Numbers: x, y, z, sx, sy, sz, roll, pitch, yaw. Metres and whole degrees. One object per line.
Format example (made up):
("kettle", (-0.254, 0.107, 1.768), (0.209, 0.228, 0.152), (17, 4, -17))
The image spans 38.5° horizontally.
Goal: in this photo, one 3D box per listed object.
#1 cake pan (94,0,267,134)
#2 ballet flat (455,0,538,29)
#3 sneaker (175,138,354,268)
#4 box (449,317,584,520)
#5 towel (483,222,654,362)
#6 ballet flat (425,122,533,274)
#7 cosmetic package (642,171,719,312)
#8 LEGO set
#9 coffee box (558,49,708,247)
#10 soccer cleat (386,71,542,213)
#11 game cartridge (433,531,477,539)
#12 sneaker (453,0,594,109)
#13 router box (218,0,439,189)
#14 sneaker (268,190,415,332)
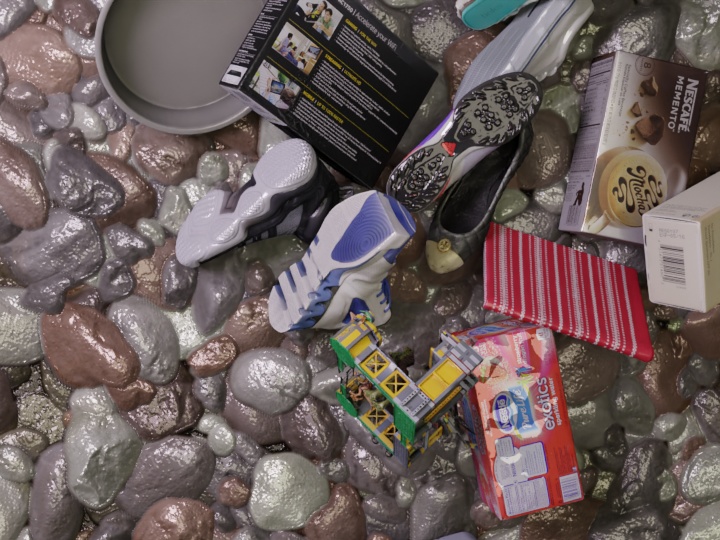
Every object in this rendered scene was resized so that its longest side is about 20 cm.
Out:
("cake pan", (-0.173, -0.237, 1.057), (0.198, 0.037, 0.202), (-12, 128, -16))
("ballet flat", (0.183, -0.321, 1.085), (0.199, 0.072, 0.072), (-16, 97, 37))
("sneaker", (-0.099, -0.050, 1.101), (0.199, 0.076, 0.114), (-34, 137, 23))
("box", (0.170, 0.159, 1.143), (0.099, 0.095, 0.202), (-13, 95, -8))
("towel", (0.225, 0.023, 1.133), (0.198, 0.145, 0.023), (18, 129, -9))
("ballet flat", (0.125, -0.089, 1.136), (0.066, 0.057, 0.201), (27, 85, 21))
("cosmetic package", (0.395, -0.042, 1.121), (0.199, 0.073, 0.105), (-26, 115, -34))
("LEGO set", (0.054, 0.108, 1.079), (0.116, 0.201, 0.154), (-39, 59, -20))
("coffee box", (0.303, -0.132, 1.153), (0.112, 0.080, 0.202), (11, 92, -9))
("soccer cleat", (0.109, -0.140, 1.110), (0.200, 0.073, 0.068), (-42, 93, 9))
("game cartridge", (0.046, 0.340, 1.117), (0.198, 0.133, 0.042), (-19, 96, -7))
("sneaker", (0.186, -0.235, 1.137), (0.071, 0.073, 0.200), (36, 98, -31))
("router box", (-0.028, -0.200, 1.075), (0.199, 0.051, 0.150), (34, 85, -36))
("sneaker", (0.000, 0.001, 1.098), (0.114, 0.081, 0.199), (12, 136, -41))
